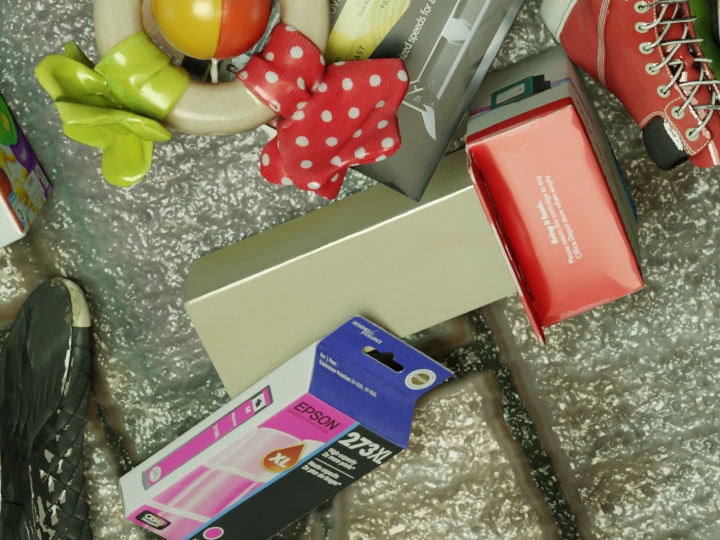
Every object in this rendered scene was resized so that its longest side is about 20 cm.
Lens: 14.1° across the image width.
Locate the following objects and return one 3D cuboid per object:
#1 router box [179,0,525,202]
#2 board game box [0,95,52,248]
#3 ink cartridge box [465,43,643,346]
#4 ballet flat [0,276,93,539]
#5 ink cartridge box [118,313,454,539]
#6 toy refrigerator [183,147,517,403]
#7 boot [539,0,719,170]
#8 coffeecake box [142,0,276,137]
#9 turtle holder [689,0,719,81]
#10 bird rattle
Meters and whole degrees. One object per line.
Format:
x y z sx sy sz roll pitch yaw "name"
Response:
0.009 -0.162 1.629 0.157 0.052 0.201 27 105 -5 "router box"
-0.280 -0.100 1.717 0.105 0.103 0.201 -25 105 12 "board game box"
0.110 -0.046 1.658 0.067 0.200 0.117 -21 105 9 "ink cartridge box"
-0.191 0.099 1.810 0.066 0.057 0.201 22 113 42 "ballet flat"
-0.044 0.105 1.763 0.200 0.037 0.095 -37 135 23 "ink cartridge box"
0.000 0.000 1.751 0.199 0.070 0.076 -23 112 11 "toy refrigerator"
0.173 -0.137 1.606 0.072 0.200 0.145 -30 73 -16 "boot"
-0.046 -0.179 1.693 0.200 0.073 0.154 39 105 -9 "coffeecake box"
0.262 -0.152 1.662 0.141 0.185 0.132 -31 106 -21 "turtle holder"
-0.073 -0.121 1.571 0.199 0.113 0.164 -1 89 1 "bird rattle"
